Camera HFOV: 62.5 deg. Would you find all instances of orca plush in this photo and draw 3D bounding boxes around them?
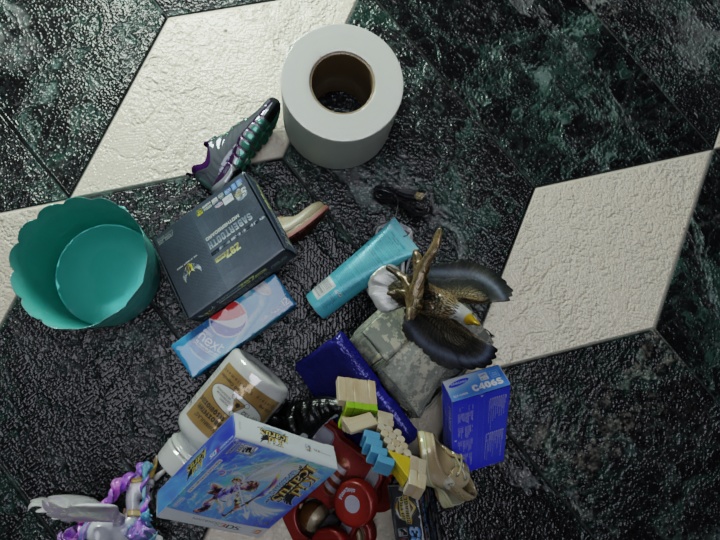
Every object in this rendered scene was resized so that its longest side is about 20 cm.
[{"bbox_3d":[-0.105,0.244,0.910,0.199,0.071,0.106,-23,58,33],"label":"orca plush"}]

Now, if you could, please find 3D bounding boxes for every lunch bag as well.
[{"bbox_3d":[0.098,0.119,0.961,0.200,0.139,0.168,-40,81,-11],"label":"lunch bag"}]

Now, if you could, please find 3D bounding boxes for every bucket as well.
[{"bbox_3d":[-0.419,-0.004,0.931,0.205,0.135,0.209,1,81,-6],"label":"bucket"}]

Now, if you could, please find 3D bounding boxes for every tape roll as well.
[{"bbox_3d":[-0.035,-0.290,1.013,0.201,0.139,0.205,1,81,-5],"label":"tape roll"}]

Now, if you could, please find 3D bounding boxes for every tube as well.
[{"bbox_3d":[0.000,0.000,0.994,0.200,0.050,0.078,-38,73,4],"label":"tube"}]

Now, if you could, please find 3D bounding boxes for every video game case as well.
[{"bbox_3d":[-0.164,0.306,0.863,0.181,0.046,0.200,29,116,-34],"label":"video game case"}]

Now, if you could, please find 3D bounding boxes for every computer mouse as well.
[{"bbox_3d":[0.055,-0.044,1.028,0.109,0.044,0.202,11,84,20],"label":"computer mouse"}]

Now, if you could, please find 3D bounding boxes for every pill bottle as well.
[{"bbox_3d":[-0.216,0.232,0.924,0.114,0.114,0.200,39,85,1],"label":"pill bottle"}]

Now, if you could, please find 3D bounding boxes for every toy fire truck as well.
[{"bbox_3d":[-0.047,0.356,0.928,0.167,0.112,0.201,32,99,26],"label":"toy fire truck"}]

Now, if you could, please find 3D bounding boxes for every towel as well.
[{"bbox_3d":[-0.007,0.200,0.946,0.200,0.148,0.049,53,46,0],"label":"towel"}]

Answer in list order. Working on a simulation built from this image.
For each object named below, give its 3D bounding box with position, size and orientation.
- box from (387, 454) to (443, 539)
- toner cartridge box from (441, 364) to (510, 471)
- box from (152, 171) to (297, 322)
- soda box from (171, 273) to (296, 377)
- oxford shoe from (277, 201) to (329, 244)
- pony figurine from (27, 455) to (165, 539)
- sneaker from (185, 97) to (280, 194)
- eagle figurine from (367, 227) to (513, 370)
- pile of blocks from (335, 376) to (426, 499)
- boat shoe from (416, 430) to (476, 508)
[{"bbox_3d":[0.089,0.396,0.887,0.049,0.198,0.202,-11,83,12],"label":"box"},{"bbox_3d":[0.180,0.240,0.934,0.094,0.201,0.043,-15,40,-9],"label":"toner cartridge box"},{"bbox_3d":[-0.221,-0.037,0.954,0.199,0.051,0.158,-34,71,10],"label":"box"},{"bbox_3d":[-0.203,0.090,0.973,0.199,0.068,0.064,-36,86,-10],"label":"soda box"},{"bbox_3d":[-0.147,-0.071,1.003,0.199,0.070,0.075,-32,83,-9],"label":"oxford shoe"},{"bbox_3d":[-0.382,0.386,0.884,0.192,0.166,0.202,8,75,-37],"label":"pony figurine"},{"bbox_3d":[-0.218,-0.227,1.020,0.087,0.074,0.201,30,80,5],"label":"sneaker"},{"bbox_3d":[0.124,0.052,0.855,0.151,0.200,0.152,-37,55,21],"label":"eagle figurine"},{"bbox_3d":[0.015,0.237,0.815,0.082,0.062,0.200,-5,40,-33],"label":"pile of blocks"},{"bbox_3d":[0.132,0.300,0.900,0.064,0.201,0.072,-14,43,13],"label":"boat shoe"}]
